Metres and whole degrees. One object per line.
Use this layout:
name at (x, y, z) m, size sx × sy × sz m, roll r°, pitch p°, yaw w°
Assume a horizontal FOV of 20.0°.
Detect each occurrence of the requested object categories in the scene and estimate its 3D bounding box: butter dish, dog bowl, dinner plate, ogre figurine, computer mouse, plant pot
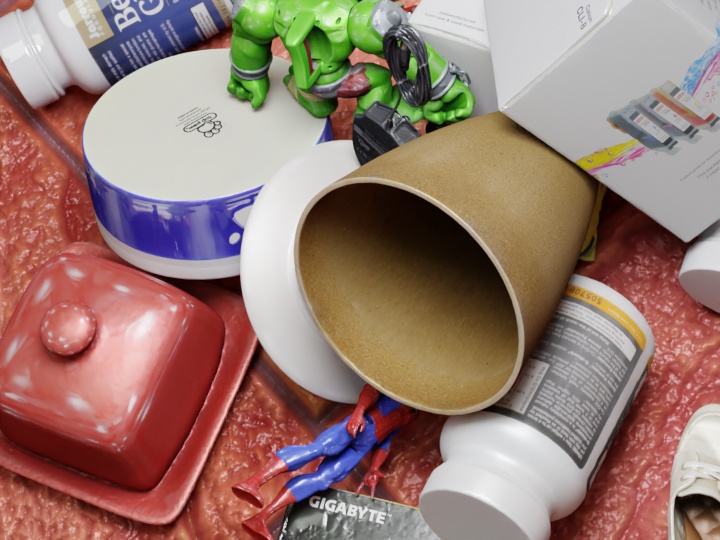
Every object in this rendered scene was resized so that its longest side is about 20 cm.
butter dish at (-0.205, 0.066, 1.581) m, size 0.198 × 0.148 × 0.201 m, roll 18°, pitch 73°, yaw 20°
dog bowl at (-0.118, -0.087, 1.619) m, size 0.198 × 0.079 × 0.201 m, roll -4°, pitch 42°, yaw 4°
dinner plate at (0.000, 0.000, 1.553) m, size 0.024 × 0.199 × 0.201 m, roll -8°, pitch 57°, yaw 56°
ogre figurine at (-0.019, -0.162, 1.531) m, size 0.199 × 0.120 × 0.098 m, roll 29°, pitch 68°, yaw 32°
computer mouse at (0.030, -0.119, 1.472) m, size 0.034 × 0.200 × 0.059 m, roll -39°, pitch 75°, yaw -22°
plant pot at (0.082, -0.030, 1.451) m, size 0.185 × 0.187 × 0.200 m, roll 26°, pitch 44°, yaw 21°

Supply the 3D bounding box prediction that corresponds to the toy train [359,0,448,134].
toy train at (0.039, -0.197, 1.695) m, size 0.046 × 0.034 × 0.201 m, roll -22°, pitch 67°, yaw -10°

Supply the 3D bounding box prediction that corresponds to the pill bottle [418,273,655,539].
pill bottle at (0.126, 0.109, 1.480) m, size 0.116 × 0.117 × 0.201 m, roll 20°, pitch 58°, yaw 20°

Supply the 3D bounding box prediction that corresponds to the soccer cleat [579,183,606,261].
soccer cleat at (0.163, -0.052, 1.603) m, size 0.084 × 0.065 × 0.201 m, roll 40°, pitch 75°, yaw -6°

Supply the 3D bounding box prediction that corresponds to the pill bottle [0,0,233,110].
pill bottle at (-0.205, -0.217, 1.718) m, size 0.199 × 0.111 × 0.112 m, roll -28°, pitch 64°, yaw 0°

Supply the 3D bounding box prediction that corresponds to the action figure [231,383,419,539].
action figure at (-0.005, 0.128, 1.520) m, size 0.052 × 0.066 × 0.200 m, roll 21°, pitch 49°, yaw 42°

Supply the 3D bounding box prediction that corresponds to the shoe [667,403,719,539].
shoe at (0.256, 0.188, 1.475) m, size 0.069 × 0.053 × 0.202 m, roll 0°, pitch 68°, yaw 13°

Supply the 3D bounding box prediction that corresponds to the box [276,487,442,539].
box at (0.025, 0.254, 1.505) m, size 0.199 × 0.049 × 0.161 m, roll 12°, pitch 73°, yaw 17°

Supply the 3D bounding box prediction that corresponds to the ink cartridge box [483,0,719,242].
ink cartridge box at (0.206, -0.152, 1.452) m, size 0.144 × 0.199 × 0.146 m, roll -39°, pitch 34°, yaw 29°

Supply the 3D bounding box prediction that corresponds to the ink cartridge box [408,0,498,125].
ink cartridge box at (0.133, -0.212, 1.603) m, size 0.085 × 0.148 × 0.201 m, roll 18°, pitch 64°, yaw 30°

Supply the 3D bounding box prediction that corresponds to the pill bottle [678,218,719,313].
pill bottle at (0.313, -0.068, 1.535) m, size 0.115 × 0.116 × 0.201 m, roll 16°, pitch 73°, yaw 19°
